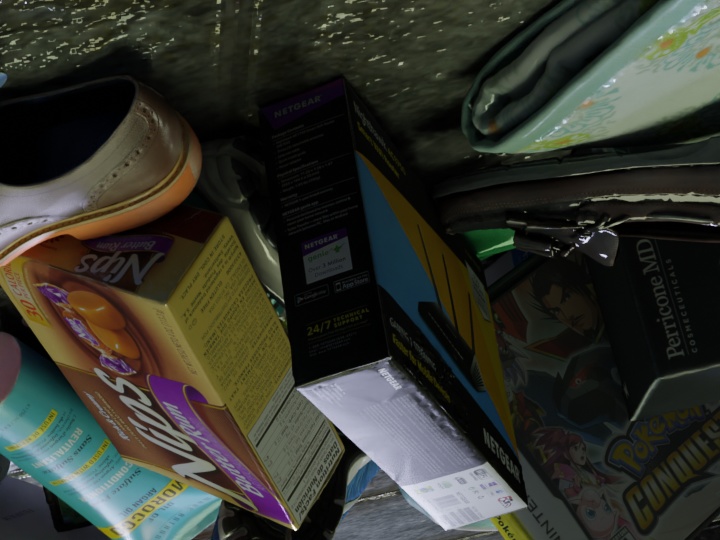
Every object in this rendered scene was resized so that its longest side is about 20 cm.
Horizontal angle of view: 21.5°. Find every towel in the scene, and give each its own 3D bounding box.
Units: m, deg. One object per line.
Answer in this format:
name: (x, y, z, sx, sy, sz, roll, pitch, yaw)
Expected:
towel: (0.166, -0.106, 0.873, 0.171, 0.048, 0.200, -2, 160, -35)

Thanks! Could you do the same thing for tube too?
tube: (-0.142, 0.101, 1.022, 0.077, 0.050, 0.200, -34, 138, 11)

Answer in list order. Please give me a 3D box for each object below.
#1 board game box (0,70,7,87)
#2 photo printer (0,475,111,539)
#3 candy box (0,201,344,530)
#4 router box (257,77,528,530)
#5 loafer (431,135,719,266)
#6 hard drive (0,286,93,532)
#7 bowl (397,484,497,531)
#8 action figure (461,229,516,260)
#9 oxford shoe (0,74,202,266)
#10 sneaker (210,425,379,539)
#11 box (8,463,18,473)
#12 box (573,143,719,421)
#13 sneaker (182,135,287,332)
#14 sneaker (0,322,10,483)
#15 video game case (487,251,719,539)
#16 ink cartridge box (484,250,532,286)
board game box: (-0.233, -0.046, 0.727, 0.200, 0.039, 0.158, -30, -176, -23)
photo printer: (-0.216, 0.174, 1.119, 0.199, 0.070, 0.166, 15, -170, 22)
candy box: (-0.092, 0.038, 0.909, 0.116, 0.057, 0.200, 17, 150, 28)
router box: (0.018, 0.022, 0.919, 0.051, 0.150, 0.200, -18, 149, 15)
loafer: (0.135, -0.029, 0.931, 0.199, 0.063, 0.072, -7, 179, 12)
hard drive: (-0.118, 0.055, 1.042, 0.139, 0.038, 0.200, -12, 134, -7)
bowl: (0.094, 0.097, 1.177, 0.200, 0.105, 0.201, -5, 159, -2)
action figure: (0.000, 0.000, 1.081, 0.199, 0.055, 0.118, -21, 165, 9)
oxford shoe: (-0.171, -0.036, 0.808, 0.199, 0.071, 0.073, -23, 154, 3)
sneaker: (-0.028, 0.103, 1.054, 0.200, 0.079, 0.089, -48, 178, -39)
box: (-0.247, 0.097, 1.228, 0.137, 0.040, 0.200, 1, 158, -44)
box: (0.229, -0.019, 1.039, 0.199, 0.149, 0.107, -14, 164, -3)
sneaker: (-0.047, 0.008, 0.962, 0.079, 0.078, 0.200, -15, 132, 22)
sneaker: (-0.228, 0.068, 1.035, 0.115, 0.076, 0.200, -21, 148, 19)
video game case: (0.136, 0.075, 1.073, 0.200, 0.181, 0.026, -35, 176, -31)
ink cartridge box: (0.129, 0.032, 1.275, 0.116, 0.067, 0.200, -5, 162, -27)
